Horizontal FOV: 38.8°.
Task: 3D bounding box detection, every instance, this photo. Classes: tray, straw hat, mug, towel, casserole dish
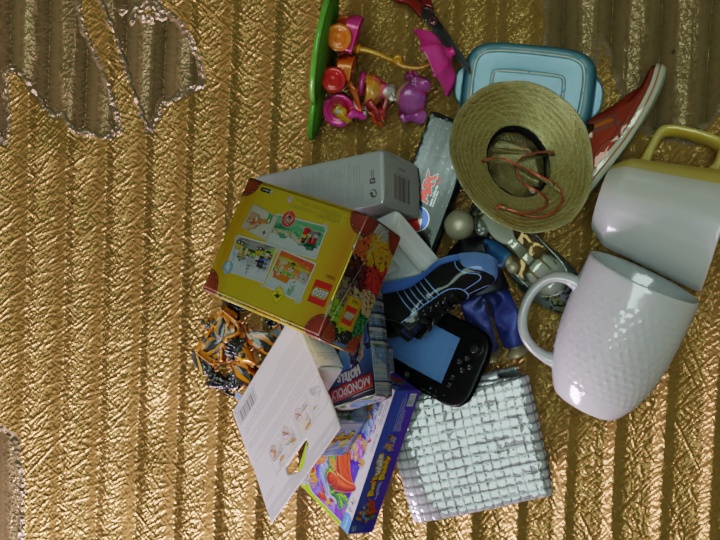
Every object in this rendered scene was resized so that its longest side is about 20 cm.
[{"bbox_3d":[0.000,0.000,1.328,0.198,0.022,0.108,-24,122,33],"label":"tray"},{"bbox_3d":[0.195,-0.131,1.301,0.197,0.085,0.205,2,73,-6],"label":"straw hat"},{"bbox_3d":[0.293,0.077,1.273,0.197,0.148,0.178,24,104,4],"label":"mug"},{"bbox_3d":[0.144,0.226,1.339,0.197,0.086,0.168,-16,86,12],"label":"towel"},{"bbox_3d":[0.219,-0.238,1.340,0.196,0.039,0.123,8,92,12],"label":"casserole dish"},{"bbox_3d":[0.379,-0.078,1.279,0.151,0.187,0.151,18,128,18],"label":"mug"}]

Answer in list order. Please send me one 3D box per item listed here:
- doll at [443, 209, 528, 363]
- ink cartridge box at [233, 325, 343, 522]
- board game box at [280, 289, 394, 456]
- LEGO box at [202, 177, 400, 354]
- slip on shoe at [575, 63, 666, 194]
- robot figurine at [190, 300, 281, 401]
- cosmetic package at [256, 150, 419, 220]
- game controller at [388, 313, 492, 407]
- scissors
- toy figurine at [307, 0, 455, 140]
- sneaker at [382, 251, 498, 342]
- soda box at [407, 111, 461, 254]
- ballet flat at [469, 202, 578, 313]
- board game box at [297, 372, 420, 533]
[{"bbox_3d":[0.151,0.020,1.327,0.135,0.048,0.203,-14,100,34],"label":"doll"},{"bbox_3d":[-0.080,0.181,1.263,0.201,0.043,0.175,-56,45,34],"label":"ink cartridge box"},{"bbox_3d":[-0.022,0.123,1.275,0.199,0.061,0.203,-24,67,51],"label":"board game box"},{"bbox_3d":[-0.072,-0.008,1.211,0.198,0.077,0.151,20,85,37],"label":"LEGO box"},{"bbox_3d":[0.321,-0.183,1.306,0.061,0.074,0.201,38,102,11],"label":"slip on shoe"},{"bbox_3d":[-0.141,0.123,1.402,0.198,0.058,0.146,33,95,8],"label":"robot figurine"},{"bbox_3d":[-0.031,-0.095,1.323,0.197,0.101,0.075,-6,78,30],"label":"cosmetic package"},{"bbox_3d":[0.081,0.098,1.325,0.199,0.042,0.105,26,85,40],"label":"game controller"},{"bbox_3d":[0.084,-0.338,1.362,0.072,0.014,0.203,-21,78,6],"label":"scissors"},{"bbox_3d":[0.033,-0.250,1.337,0.181,0.151,0.203,12,115,4],"label":"toy figurine"},{"bbox_3d":[0.086,0.042,1.280,0.198,0.070,0.079,-21,52,31],"label":"sneaker"},{"bbox_3d":[0.092,-0.101,1.352,0.070,0.063,0.203,21,94,11],"label":"soda box"},{"bbox_3d":[0.214,-0.018,1.328,0.072,0.072,0.200,-45,83,8],"label":"ballet flat"},{"bbox_3d":[-0.008,0.218,1.333,0.134,0.044,0.203,32,109,48],"label":"board game box"}]
